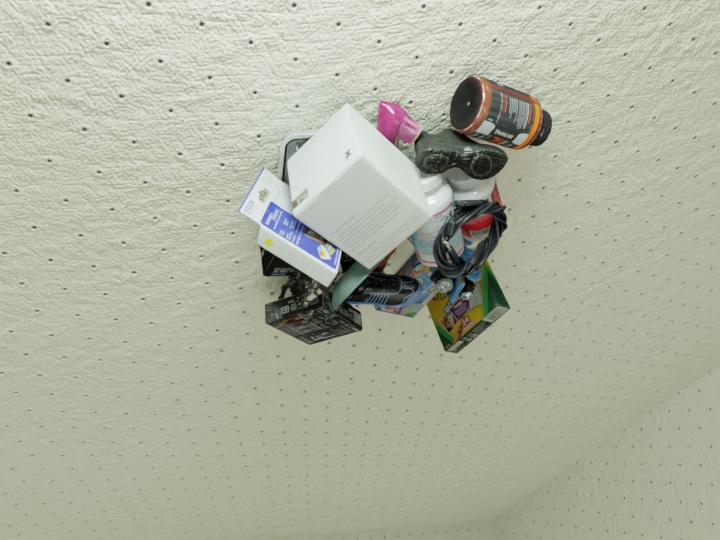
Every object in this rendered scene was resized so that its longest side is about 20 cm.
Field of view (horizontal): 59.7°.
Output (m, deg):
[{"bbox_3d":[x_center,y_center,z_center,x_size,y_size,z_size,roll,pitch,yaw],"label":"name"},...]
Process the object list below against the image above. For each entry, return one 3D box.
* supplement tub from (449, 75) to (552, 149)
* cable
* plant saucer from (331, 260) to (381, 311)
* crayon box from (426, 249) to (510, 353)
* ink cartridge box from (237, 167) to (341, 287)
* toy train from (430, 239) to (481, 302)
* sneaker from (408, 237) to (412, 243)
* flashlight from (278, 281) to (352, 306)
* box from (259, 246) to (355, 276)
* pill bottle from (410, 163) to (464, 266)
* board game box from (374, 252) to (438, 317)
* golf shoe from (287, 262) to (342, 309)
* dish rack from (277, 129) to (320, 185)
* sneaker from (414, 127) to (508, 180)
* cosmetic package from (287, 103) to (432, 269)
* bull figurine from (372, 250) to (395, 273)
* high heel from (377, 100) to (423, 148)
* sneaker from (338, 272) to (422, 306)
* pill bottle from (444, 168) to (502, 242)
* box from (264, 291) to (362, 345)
[{"bbox_3d":[0.274,-0.294,1.200,0.196,0.109,0.108,8,136,-29],"label":"supplement tub"},{"bbox_3d":[0.232,-0.065,1.277,0.197,0.050,0.167,-6,114,-40],"label":"cable"},{"bbox_3d":[0.000,0.000,1.277,0.201,0.039,0.201,-47,179,-1],"label":"plant saucer"},{"bbox_3d":[0.265,0.080,1.599,0.057,0.175,0.200,13,133,-38],"label":"crayon box"},{"bbox_3d":[-0.120,-0.081,1.126,0.197,0.199,0.047,31,118,-11],"label":"ink cartridge box"},{"bbox_3d":[0.205,-0.020,1.439,0.111,0.203,0.088,7,139,-13],"label":"toy train"},{"bbox_3d":[0.094,-0.141,1.359,0.086,0.078,0.199,-42,144,8],"label":"sneaker"},{"bbox_3d":[-0.104,0.082,1.537,0.197,0.069,0.068,20,140,-36],"label":"flashlight"},{"bbox_3d":[-0.098,-0.059,1.310,0.195,0.088,0.164,-2,159,-23],"label":"box"},{"bbox_3d":[0.145,-0.116,1.288,0.106,0.110,0.203,-19,127,2],"label":"pill bottle"},{"bbox_3d":[0.139,0.040,1.613,0.133,0.035,0.201,13,133,-34],"label":"board game box"},{"bbox_3d":[-0.093,0.027,1.303,0.092,0.080,0.200,-14,172,-22],"label":"golf shoe"},{"bbox_3d":[-0.083,-0.196,1.227,0.167,0.044,0.202,-5,140,-16],"label":"dish rack"},{"bbox_3d":[0.194,-0.234,1.212,0.195,0.092,0.077,6,139,-18],"label":"sneaker"},{"bbox_3d":[-0.004,-0.148,1.130,0.164,0.167,0.199,-37,130,23],"label":"cosmetic package"},{"bbox_3d":[0.025,-0.037,1.439,0.118,0.066,0.201,2,146,-21],"label":"bull figurine"},{"bbox_3d":[0.034,-0.237,1.225,0.095,0.068,0.200,30,140,-10],"label":"high heel"},{"bbox_3d":[0.041,0.041,1.438,0.195,0.072,0.078,-6,158,12],"label":"sneaker"},{"bbox_3d":[0.241,-0.160,1.346,0.110,0.114,0.201,-23,142,8],"label":"pill bottle"},{"bbox_3d":[-0.106,0.111,1.470,0.155,0.051,0.199,-17,152,23],"label":"box"}]
